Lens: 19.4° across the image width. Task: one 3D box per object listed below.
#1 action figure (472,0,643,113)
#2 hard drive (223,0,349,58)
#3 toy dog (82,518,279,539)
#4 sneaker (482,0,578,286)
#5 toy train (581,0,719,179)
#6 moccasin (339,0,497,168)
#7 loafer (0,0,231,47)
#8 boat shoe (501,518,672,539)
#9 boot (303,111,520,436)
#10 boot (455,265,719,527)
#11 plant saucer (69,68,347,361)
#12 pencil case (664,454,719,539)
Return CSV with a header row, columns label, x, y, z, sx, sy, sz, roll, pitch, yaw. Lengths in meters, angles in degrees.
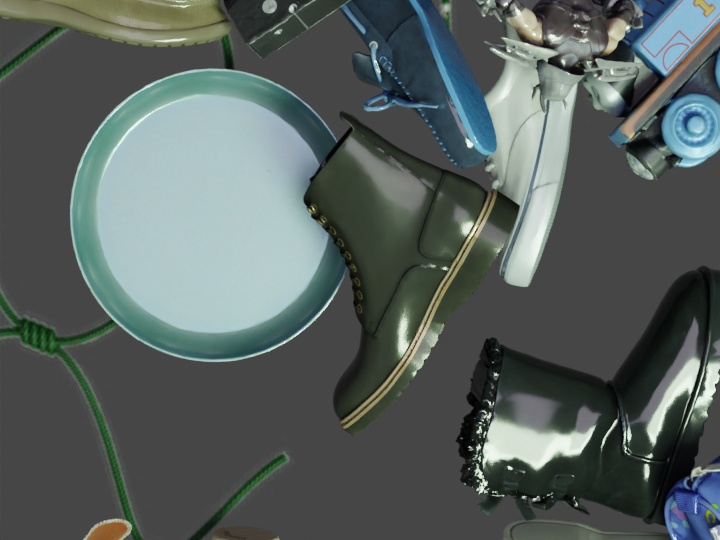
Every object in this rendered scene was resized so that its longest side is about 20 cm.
label,x,y,z,sx,sy,sz,roll,pitch,yaw
action figure,0.139,-0.204,1.397,0.129,0.069,0.202,6,93,-39
hard drive,-0.021,-0.254,1.414,0.199,0.038,0.140,-34,71,8
toy dog,-0.146,0.228,1.434,0.198,0.096,0.133,-16,94,-4
sneaker,0.110,-0.091,1.463,0.070,0.073,0.202,10,84,7
toy train,0.240,-0.159,1.461,0.114,0.087,0.200,44,91,3
moccasin,0.027,-0.149,1.438,0.068,0.080,0.201,-33,67,15
loafer,-0.183,-0.193,1.421,0.198,0.076,0.068,9,98,-6
boat shoe,0.192,0.224,1.473,0.198,0.075,0.062,8,112,3
boot,0.000,0.000,1.434,0.138,0.078,0.201,31,108,-5
boot,0.160,0.081,1.469,0.161,0.073,0.200,12,96,-6
plant saucer,-0.101,-0.038,1.461,0.198,0.027,0.202,0,93,-6
pencil case,0.293,0.128,1.450,0.200,0.078,0.087,-38,118,-23
